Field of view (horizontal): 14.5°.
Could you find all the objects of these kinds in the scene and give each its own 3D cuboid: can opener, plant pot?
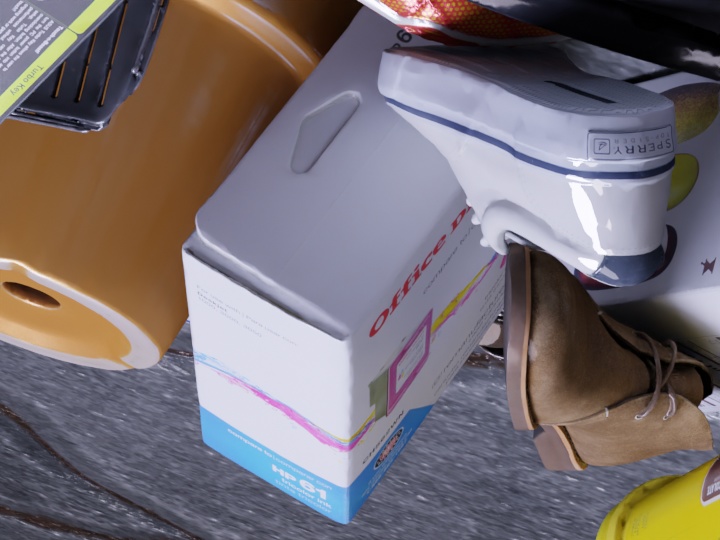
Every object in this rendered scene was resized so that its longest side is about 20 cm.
[{"bbox_3d":[0.090,-0.103,1.007,0.200,0.079,0.063,12,142,0],"label":"can opener"},{"bbox_3d":[-0.113,-0.065,1.205,0.200,0.184,0.200,18,163,6],"label":"plant pot"}]

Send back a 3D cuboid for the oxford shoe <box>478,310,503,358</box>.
[{"bbox_3d":[0.083,-0.005,1.345,0.073,0.085,0.200,19,161,8],"label":"oxford shoe"}]

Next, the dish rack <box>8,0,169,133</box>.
[{"bbox_3d":[-0.167,-0.136,1.116,0.200,0.154,0.055,12,178,22],"label":"dish rack"}]

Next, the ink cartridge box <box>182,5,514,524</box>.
[{"bbox_3d":[0.000,0.000,1.206,0.085,0.145,0.200,30,158,15],"label":"ink cartridge box"}]

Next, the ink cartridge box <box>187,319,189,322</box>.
[{"bbox_3d":[-0.125,-0.030,1.558,0.199,0.041,0.200,20,162,4],"label":"ink cartridge box"}]

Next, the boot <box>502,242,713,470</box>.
[{"bbox_3d":[0.098,0.035,1.121,0.075,0.074,0.200,2,165,15],"label":"boot"}]

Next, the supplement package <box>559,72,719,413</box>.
[{"bbox_3d":[0.173,-0.015,1.163,0.109,0.114,0.200,27,162,-25],"label":"supplement package"}]

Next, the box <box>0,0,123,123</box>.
[{"bbox_3d":[-0.146,-0.164,0.978,0.193,0.048,0.200,32,122,-27],"label":"box"}]

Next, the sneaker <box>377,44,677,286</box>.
[{"bbox_3d":[0.055,-0.042,1.042,0.073,0.071,0.200,-2,-166,-17],"label":"sneaker"}]

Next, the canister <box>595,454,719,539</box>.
[{"bbox_3d":[0.203,0.115,1.196,0.148,0.087,0.200,6,162,-16],"label":"canister"}]

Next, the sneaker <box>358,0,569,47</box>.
[{"bbox_3d":[0.015,-0.138,1.044,0.200,0.073,0.077,17,145,-11],"label":"sneaker"}]
